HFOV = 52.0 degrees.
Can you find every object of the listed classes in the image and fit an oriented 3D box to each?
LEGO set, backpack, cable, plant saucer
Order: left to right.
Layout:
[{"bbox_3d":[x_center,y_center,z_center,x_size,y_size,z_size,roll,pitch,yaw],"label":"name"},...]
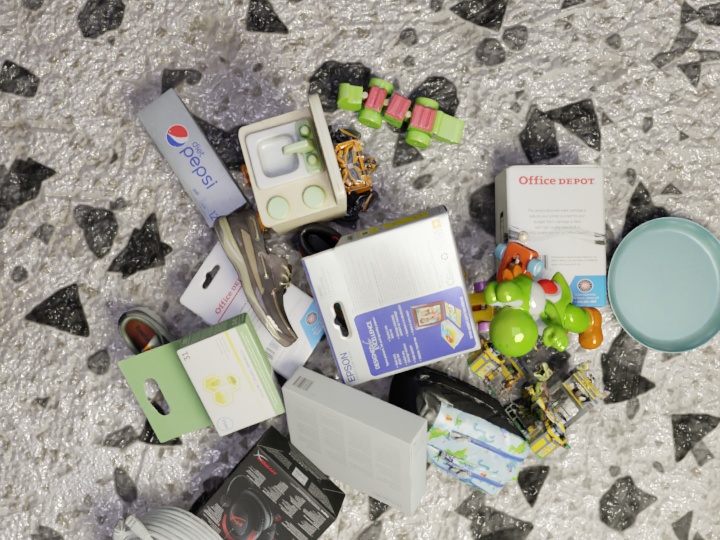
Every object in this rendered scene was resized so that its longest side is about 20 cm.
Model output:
[{"bbox_3d":[-0.248,0.420,1.006,0.198,0.069,0.202,29,124,10],"label":"cable"},{"bbox_3d":[0.144,0.223,1.039,0.196,0.163,0.157,12,94,-13],"label":"backpack"},{"bbox_3d":[0.254,0.148,1.024,0.116,0.153,0.201,-45,61,22],"label":"LEGO set"},{"bbox_3d":[0.466,0.022,1.117,0.196,0.027,0.205,0,87,-3],"label":"plant saucer"}]

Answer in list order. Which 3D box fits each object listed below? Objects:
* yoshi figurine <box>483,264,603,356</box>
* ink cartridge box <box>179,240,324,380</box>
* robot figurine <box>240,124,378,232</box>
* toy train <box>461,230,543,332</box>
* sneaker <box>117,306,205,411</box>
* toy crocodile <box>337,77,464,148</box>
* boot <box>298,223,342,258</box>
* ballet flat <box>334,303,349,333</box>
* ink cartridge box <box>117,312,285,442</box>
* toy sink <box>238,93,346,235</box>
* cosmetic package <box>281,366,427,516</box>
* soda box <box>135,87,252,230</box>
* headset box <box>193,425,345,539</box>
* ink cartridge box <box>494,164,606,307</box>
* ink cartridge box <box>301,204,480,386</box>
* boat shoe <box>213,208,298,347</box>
[{"bbox_3d":[0.224,0.071,0.947,0.113,0.198,0.113,-46,47,28],"label":"yoshi figurine"},{"bbox_3d":[-0.147,0.055,1.071,0.198,0.067,0.117,35,86,-1],"label":"ink cartridge box"},{"bbox_3d":[-0.069,-0.132,1.088,0.196,0.058,0.148,-17,89,-2],"label":"robot figurine"},{"bbox_3d":[0.169,0.001,1.049,0.198,0.055,0.153,25,105,41],"label":"toy train"},{"bbox_3d":[-0.273,0.132,1.057,0.199,0.079,0.074,41,85,-1],"label":"sneaker"},{"bbox_3d":[0.060,-0.236,1.098,0.197,0.062,0.069,21,86,-1],"label":"toy crocodile"},{"bbox_3d":[0.000,0.000,1.042,0.198,0.144,0.073,28,84,-2],"label":"boot"},{"bbox_3d":[0.043,0.096,1.065,0.197,0.068,0.069,16,116,-14],"label":"ballet flat"},{"bbox_3d":[-0.219,0.160,1.015,0.197,0.048,0.148,-21,111,2],"label":"ink cartridge box"},{"bbox_3d":[-0.087,-0.128,0.959,0.110,0.200,0.133,-17,89,-2],"label":"toy sink"},{"bbox_3d":[-0.007,0.229,0.996,0.197,0.153,0.052,19,42,25],"label":"cosmetic package"},{"bbox_3d":[-0.241,-0.159,1.081,0.068,0.063,0.202,-34,88,-2],"label":"soda box"},{"bbox_3d":[-0.141,0.346,1.032,0.148,0.075,0.201,41,104,1],"label":"headset box"},{"bbox_3d":[0.276,-0.047,1.084,0.143,0.084,0.204,0,87,-3],"label":"ink cartridge box"},{"bbox_3d":[0.043,0.038,0.982,0.196,0.047,0.201,-15,110,5],"label":"ink cartridge box"},{"bbox_3d":[-0.129,0.005,1.004,0.072,0.074,0.202,-27,90,-4],"label":"boat shoe"}]
